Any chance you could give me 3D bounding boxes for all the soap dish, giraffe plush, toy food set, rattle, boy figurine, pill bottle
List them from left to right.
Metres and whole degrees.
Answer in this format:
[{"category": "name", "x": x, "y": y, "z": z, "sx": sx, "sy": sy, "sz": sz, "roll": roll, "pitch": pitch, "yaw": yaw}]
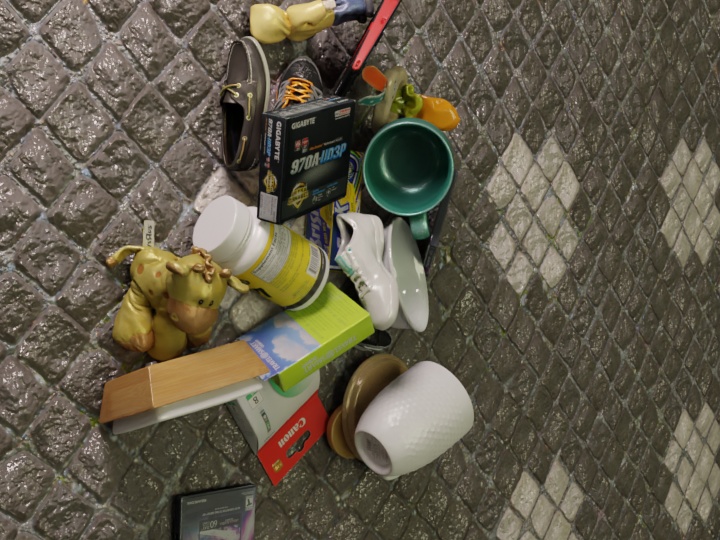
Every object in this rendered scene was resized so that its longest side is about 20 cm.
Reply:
[{"category": "soap dish", "x": -0.252, "y": 0.163, "z": 1.395, "sx": 0.199, "sy": 0.157, "sz": 0.082, "roll": -14, "pitch": 85, "yaw": -44}, {"category": "giraffe plush", "x": -0.245, "y": 0.030, "z": 1.381, "sx": 0.172, "sy": 0.161, "sz": 0.202, "roll": -21, "pitch": 107, "yaw": -41}, {"category": "pill bottle", "x": -0.151, "y": -0.027, "z": 1.506, "sx": 0.199, "sy": 0.114, "sz": 0.115, "roll": 33, "pitch": 69, "yaw": -40}, {"category": "boy figurine", "x": -0.082, "y": -0.402, "z": 1.562, "sx": 0.198, "sy": 0.124, "sz": 0.065, "roll": -14, "pitch": 94, "yaw": -15}, {"category": "toy food set", "x": 0.030, "y": 0.247, "z": 1.741, "sx": 0.197, "sy": 0.048, "sz": 0.202, "roll": 30, "pitch": 70, "yaw": -44}, {"category": "rattle", "x": 0.081, "y": -0.278, "z": 1.661, "sx": 0.131, "sy": 0.142, "sz": 0.200, "roll": -54, "pitch": 169, "yaw": -6}]

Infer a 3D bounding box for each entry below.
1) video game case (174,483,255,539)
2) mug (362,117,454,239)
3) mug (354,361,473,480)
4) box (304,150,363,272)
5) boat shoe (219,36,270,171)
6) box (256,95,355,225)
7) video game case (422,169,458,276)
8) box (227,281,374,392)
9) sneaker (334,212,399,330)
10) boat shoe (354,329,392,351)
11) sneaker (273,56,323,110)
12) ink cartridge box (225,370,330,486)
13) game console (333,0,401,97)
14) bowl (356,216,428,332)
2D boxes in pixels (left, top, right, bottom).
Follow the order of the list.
[{"category": "video game case", "x": -0.224, "y": 0.437, "z": 1.514, "sx": 0.142, "sy": 0.019, "sz": 0.202, "roll": 2, "pitch": 90, "yaw": -45}, {"category": "mug", "x": 0.076, "y": -0.163, "z": 1.651, "sx": 0.114, "sy": 0.151, "sz": 0.186, "roll": -73, "pitch": -175, "yaw": -74}, {"category": "mug", "x": 0.078, "y": 0.278, "z": 1.671, "sx": 0.175, "sy": 0.147, "sz": 0.201, "roll": -32, "pitch": 145, "yaw": -35}, {"category": "box", "x": -0.046, "y": -0.098, "z": 1.636, "sx": 0.064, "sy": 0.070, "sz": 0.202, "roll": 5, "pitch": 89, "yaw": -44}, {"category": "boat shoe", "x": -0.180, "y": -0.252, "z": 1.495, "sx": 0.060, "sy": 0.071, "sz": 0.203, "roll": -11, "pitch": 102, "yaw": -47}, {"category": "box", "x": -0.080, "y": -0.169, "z": 1.481, "sx": 0.200, "sy": 0.046, "sz": 0.160, "roll": -29, "pitch": 130, "yaw": -57}, {"category": "video game case", "x": 0.140, "y": -0.082, "z": 1.765, "sx": 0.200, "sy": 0.019, "sz": 0.144, "roll": 95, "pitch": 11, "yaw": -76}, {"category": "box", "x": -0.092, "y": 0.106, "z": 1.537, "sx": 0.199, "sy": 0.122, "sz": 0.048, "roll": -32, "pitch": 131, "yaw": -21}, {"category": "sneaker", "x": 0.000, "y": 0.000, "z": 1.565, "sx": 0.088, "sy": 0.075, "sz": 0.202, "roll": 10, "pitch": 56, "yaw": -40}, {"category": "boat shoe", "x": -0.023, "y": 0.090, "z": 1.669, "sx": 0.199, "sy": 0.067, "sz": 0.072, "roll": 33, "pitch": 70, "yaw": -40}, {"category": "sneaker", "x": -0.100, "y": -0.253, "z": 1.541, "sx": 0.077, "sy": 0.077, "sz": 0.202, "roll": 8, "pitch": 68, "yaw": -1}, {"category": "ink cartridge box", "x": -0.120, "y": 0.226, "z": 1.597, "sx": 0.161, "sy": 0.050, "sz": 0.201, "roll": -43, "pitch": 118, "yaw": -34}, {"category": "game console", "x": 0.005, "y": -0.349, "z": 1.601, "sx": 0.031, "sy": 0.200, "sz": 0.178, "roll": 26, "pitch": 70, "yaw": -7}, {"category": "bowl", "x": 0.046, "y": 0.015, "z": 1.695, "sx": 0.201, "sy": 0.090, "sz": 0.203, "roll": -12, "pitch": 90, "yaw": -72}]
